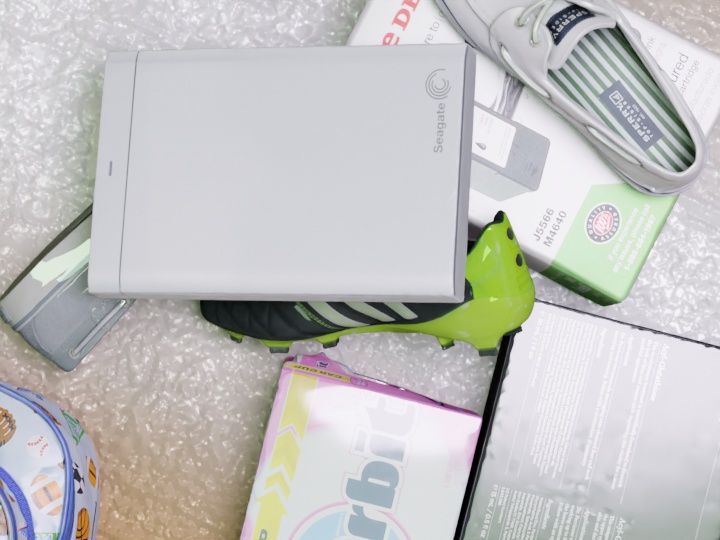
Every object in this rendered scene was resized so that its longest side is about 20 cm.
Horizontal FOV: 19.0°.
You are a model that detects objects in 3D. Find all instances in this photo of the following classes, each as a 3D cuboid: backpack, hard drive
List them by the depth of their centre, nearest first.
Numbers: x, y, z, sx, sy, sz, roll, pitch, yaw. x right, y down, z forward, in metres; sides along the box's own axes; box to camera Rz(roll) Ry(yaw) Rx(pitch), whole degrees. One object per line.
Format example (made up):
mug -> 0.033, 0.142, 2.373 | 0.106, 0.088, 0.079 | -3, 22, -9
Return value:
hard drive -> -0.042, -0.051, 1.118 | 0.199, 0.027, 0.133 | 1, 79, 16
backpack -> -0.232, 0.145, 1.150 | 0.199, 0.154, 0.191 | 13, 79, 2

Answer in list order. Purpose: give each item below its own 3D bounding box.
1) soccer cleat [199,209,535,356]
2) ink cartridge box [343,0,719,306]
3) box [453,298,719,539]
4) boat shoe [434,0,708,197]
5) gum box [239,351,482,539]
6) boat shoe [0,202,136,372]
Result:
soccer cleat -> 0.000, 0.000, 1.159 | 0.199, 0.068, 0.081 | 0, 112, 28
ink cartridge box -> 0.084, -0.090, 1.182 | 0.199, 0.084, 0.146 | 27, 88, 0
box -> 0.128, 0.127, 1.184 | 0.141, 0.079, 0.201 | 15, 89, 2
boat shoe -> 0.109, -0.122, 1.107 | 0.200, 0.067, 0.074 | 42, 87, 1
gum box -> -0.010, 0.151, 1.186 | 0.113, 0.066, 0.201 | 14, 89, -2
boat shoe -> -0.109, -0.023, 1.193 | 0.201, 0.070, 0.072 | -41, 101, 2
